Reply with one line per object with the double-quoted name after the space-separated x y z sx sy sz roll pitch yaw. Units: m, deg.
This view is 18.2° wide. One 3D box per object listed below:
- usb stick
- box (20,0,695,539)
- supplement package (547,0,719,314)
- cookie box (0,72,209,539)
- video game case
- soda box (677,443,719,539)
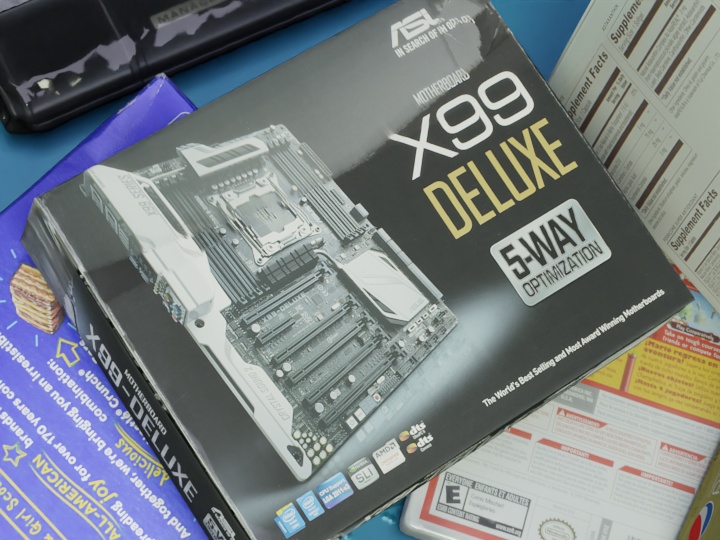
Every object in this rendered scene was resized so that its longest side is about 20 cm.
-0.065 -0.114 0.939 0.199 0.033 0.056 -25 73 -15 "usb stick"
0.000 0.000 0.832 0.199 0.050 0.158 -30 81 -23 "box"
0.203 -0.066 0.890 0.151 0.151 0.200 -35 77 -25 "supplement package"
-0.095 0.055 0.863 0.200 0.075 0.171 -43 86 -19 "cookie box"
0.110 0.035 0.935 0.142 0.017 0.201 19 72 -4 "video game case"
0.228 0.133 0.893 0.199 0.064 0.068 30 71 -7 "soda box"
